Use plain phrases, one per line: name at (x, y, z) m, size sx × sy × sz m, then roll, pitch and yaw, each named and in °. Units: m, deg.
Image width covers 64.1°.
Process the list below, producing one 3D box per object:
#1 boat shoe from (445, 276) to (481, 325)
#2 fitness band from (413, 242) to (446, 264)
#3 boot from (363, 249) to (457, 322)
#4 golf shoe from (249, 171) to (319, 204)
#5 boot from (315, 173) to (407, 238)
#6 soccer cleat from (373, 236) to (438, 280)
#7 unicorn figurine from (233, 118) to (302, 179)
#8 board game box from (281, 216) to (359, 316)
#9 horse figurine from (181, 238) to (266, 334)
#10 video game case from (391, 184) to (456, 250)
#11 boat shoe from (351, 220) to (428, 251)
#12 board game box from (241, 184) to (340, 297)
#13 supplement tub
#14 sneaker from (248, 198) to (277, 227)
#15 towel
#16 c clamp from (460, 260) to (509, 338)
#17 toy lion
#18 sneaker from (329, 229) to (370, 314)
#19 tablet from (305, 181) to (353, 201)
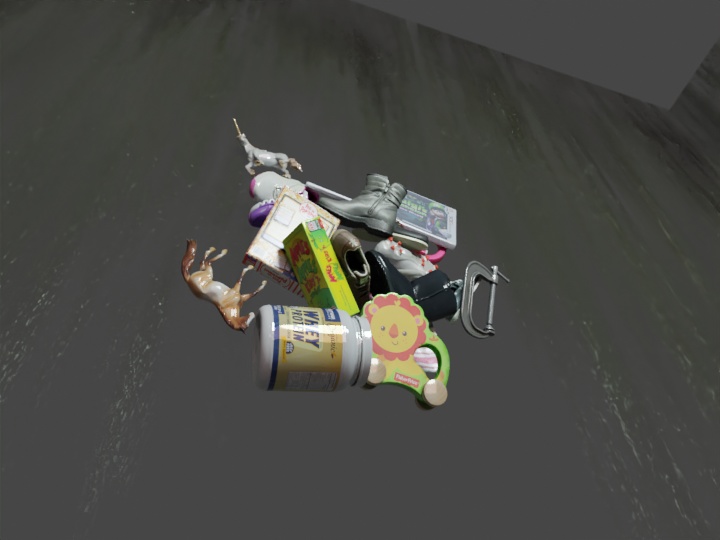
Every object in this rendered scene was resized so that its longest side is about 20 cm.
boat shoe at (0.236, 0.045, 1.356) m, size 0.061 × 0.074 × 0.201 m, roll 33°, pitch 45°, yaw 7°
fitness band at (0.132, -0.090, 1.484) m, size 0.196 × 0.038 × 0.145 m, roll 27°, pitch 39°, yaw 2°
boot at (0.108, 0.030, 1.233) m, size 0.166 × 0.076 × 0.203 m, roll -22°, pitch 78°, yaw -38°
golf shoe at (-0.175, -0.185, 1.354) m, size 0.090 × 0.077 × 0.198 m, roll 20°, pitch 14°, yaw 31°
boot at (0.004, -0.165, 1.333) m, size 0.195 × 0.068 × 0.134 m, roll 18°, pitch 76°, yaw -4°
soccer cleat at (0.109, -0.010, 1.363) m, size 0.197 × 0.078 × 0.070 m, roll 28°, pitch 35°, yaw -28°
unicorn figurine at (-0.255, -0.296, 1.503) m, size 0.196 × 0.075 × 0.139 m, roll 22°, pitch 26°, yaw -25°
board game box at (-0.082, 0.010, 1.144) m, size 0.047 × 0.101 × 0.204 m, roll -19°, pitch 82°, yaw -36°
horse figurine at (-0.276, 0.026, 1.124) m, size 0.197 × 0.050 × 0.134 m, roll 33°, pitch 56°, yaw -2°
video game case at (0.162, -0.145, 1.522) m, size 0.195 × 0.024 × 0.184 m, roll 21°, pitch 36°, yaw -5°
boat shoe at (0.075, -0.096, 1.384) m, size 0.197 × 0.074 × 0.064 m, roll 15°, pitch 70°, yaw 25°
board game box at (-0.144, -0.065, 1.242) m, size 0.149 × 0.046 × 0.203 m, roll 30°, pitch 55°, yaw -9°
supplement tub at (-0.088, 0.139, 1.018) m, size 0.194 × 0.147 × 0.146 m, roll 4°, pitch 42°, yaw -17°
sneaker at (-0.160, -0.106, 1.328) m, size 0.195 × 0.081 × 0.091 m, roll 3°, pitch 59°, yaw -20°
towel at (0.099, 0.130, 1.224) m, size 0.142 × 0.030 × 0.203 m, roll 4°, pitch 43°, yaw -22°
c clamp at (0.289, 0.069, 1.322) m, size 0.170 × 0.027 × 0.204 m, roll 36°, pitch 58°, yaw -34°
toy lion at (0.082, 0.146, 1.108) m, size 0.195 × 0.069 × 0.196 m, roll 20°, pitch 65°, yaw -5°
sneaker at (-0.013, 0.017, 1.164) m, size 0.070 × 0.204 × 0.075 m, roll -32°, pitch 36°, yaw -21°
tablet at (-0.036, -0.176, 1.423) m, size 0.195 × 0.014 × 0.130 m, roll 22°, pitch 6°, yaw 2°
